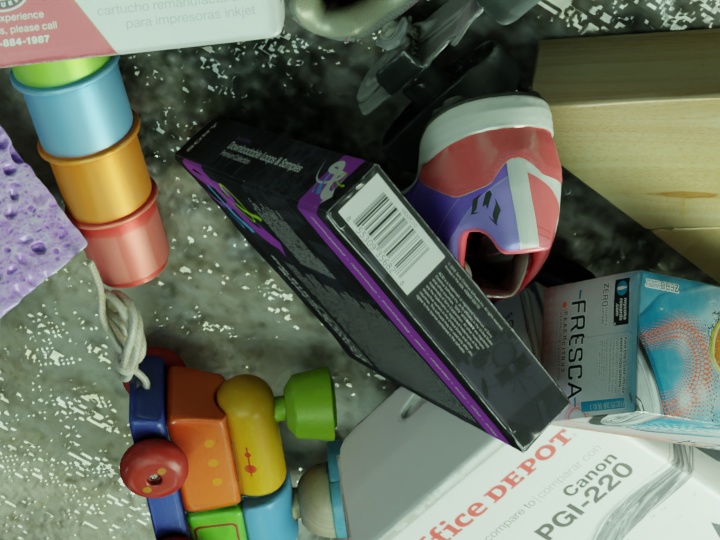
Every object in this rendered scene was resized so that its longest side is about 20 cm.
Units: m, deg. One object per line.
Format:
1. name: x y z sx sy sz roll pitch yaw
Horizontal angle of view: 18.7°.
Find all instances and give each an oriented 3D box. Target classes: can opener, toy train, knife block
1. can opener: 0.074 -0.126 0.965 0.066 0.053 0.200 40 118 -16
2. toy train: -0.063 0.068 1.096 0.116 0.085 0.200 -7 130 0
3. knife block: 0.199 -0.077 0.972 0.200 0.064 0.176 35 121 -15

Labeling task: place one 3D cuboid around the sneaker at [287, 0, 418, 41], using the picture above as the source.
1. sneaker: 0.023 -0.170 0.908 0.081 0.088 0.200 19 133 -4

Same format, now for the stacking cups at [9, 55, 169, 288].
1. stacking cups: -0.135 -0.083 1.029 0.060 0.061 0.200 -4 128 11

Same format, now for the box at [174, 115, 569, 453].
1. box: 0.000 0.000 0.988 0.036 0.200 0.143 -45 114 -11

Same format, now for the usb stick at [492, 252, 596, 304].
1. usb stick: 0.061 0.071 1.112 0.055 0.033 0.200 21 125 -7

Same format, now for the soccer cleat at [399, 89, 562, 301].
1. soccer cleat: 0.049 -0.012 0.985 0.068 0.073 0.200 -6 161 -10

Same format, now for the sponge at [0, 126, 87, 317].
1. sponge: -0.228 -0.057 1.012 0.200 0.112 0.030 55 157 -15

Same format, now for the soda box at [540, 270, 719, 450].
1. soda box: 0.177 0.048 0.997 0.200 0.064 0.068 10 167 -34

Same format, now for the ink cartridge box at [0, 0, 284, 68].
1. ink cartridge box: -0.113 -0.192 0.889 0.145 0.083 0.200 -6 107 1

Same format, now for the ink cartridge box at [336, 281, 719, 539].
1. ink cartridge box: 0.109 0.115 1.077 0.200 0.085 0.146 33 118 -26
